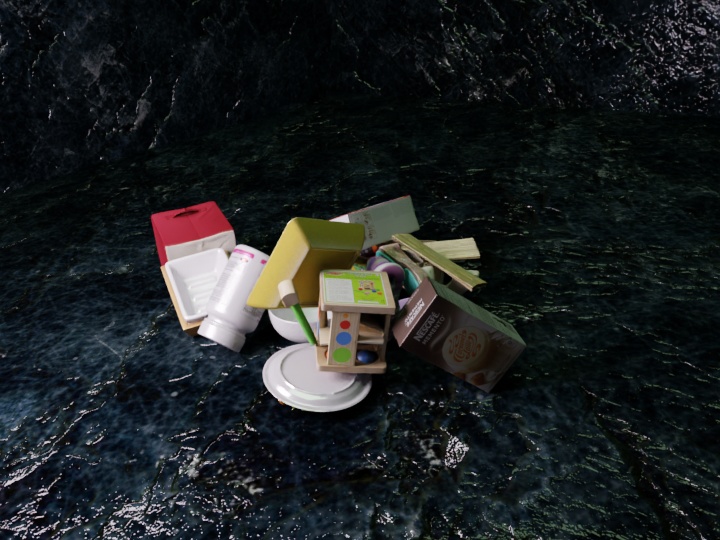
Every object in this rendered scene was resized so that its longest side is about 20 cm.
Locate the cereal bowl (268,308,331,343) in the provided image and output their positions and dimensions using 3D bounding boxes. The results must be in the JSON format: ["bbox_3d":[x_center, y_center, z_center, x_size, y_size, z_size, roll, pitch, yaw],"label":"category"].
[{"bbox_3d":[-0.091,0.095,1.354,0.199,0.084,0.200,-6,25,3],"label":"cereal bowl"}]

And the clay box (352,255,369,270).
[{"bbox_3d":[0.000,0.000,1.470,0.114,0.048,0.200,17,9,2],"label":"clay box"}]

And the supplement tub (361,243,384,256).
[{"bbox_3d":[-0.012,-0.085,1.651,0.199,0.107,0.107,-18,25,3],"label":"supplement tub"}]

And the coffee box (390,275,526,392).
[{"bbox_3d":[0.167,0.112,1.109,0.199,0.115,0.080,28,17,-19],"label":"coffee box"}]

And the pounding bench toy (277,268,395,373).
[{"bbox_3d":[-0.052,0.095,1.148,0.198,0.157,0.124,3,28,-8],"label":"pounding bench toy"}]

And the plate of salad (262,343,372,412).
[{"bbox_3d":[-0.078,0.198,1.168,0.199,0.048,0.200,6,27,-3],"label":"plate of salad"}]

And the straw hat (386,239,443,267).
[{"bbox_3d":[0.148,-0.019,1.516,0.200,0.086,0.201,5,-4,0],"label":"straw hat"}]

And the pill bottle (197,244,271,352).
[{"bbox_3d":[-0.249,0.059,1.328,0.113,0.113,0.201,15,74,38],"label":"pill bottle"}]

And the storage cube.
[{"bbox_3d":[-0.404,-0.042,1.595,0.170,0.201,0.180,-16,33,-21],"label":"storage cube"}]

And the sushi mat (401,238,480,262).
[{"bbox_3d":[0.153,-0.041,1.377,0.198,0.012,0.096,-5,23,1],"label":"sushi mat"}]

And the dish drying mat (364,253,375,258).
[{"bbox_3d":[0.068,-0.019,1.638,0.076,0.018,0.200,-22,29,-28],"label":"dish drying mat"}]

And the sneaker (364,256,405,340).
[{"bbox_3d":[0.034,0.056,1.268,0.080,0.201,0.089,-5,33,-23],"label":"sneaker"}]

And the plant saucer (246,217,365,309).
[{"bbox_3d":[-0.088,0.002,1.196,0.199,0.201,0.048,0,38,-50],"label":"plant saucer"}]

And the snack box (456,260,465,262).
[{"bbox_3d":[0.183,-0.053,1.672,0.199,0.024,0.072,6,29,23],"label":"snack box"}]

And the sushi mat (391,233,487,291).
[{"bbox_3d":[0.156,-0.020,1.275,0.200,0.012,0.095,34,20,24],"label":"sushi mat"}]

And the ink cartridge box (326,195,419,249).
[{"bbox_3d":[-0.002,-0.091,1.434,0.199,0.084,0.175,-22,6,-42],"label":"ink cartridge box"}]

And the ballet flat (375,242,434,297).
[{"bbox_3d":[0.104,0.003,1.254,0.067,0.068,0.200,-20,43,-20],"label":"ballet flat"}]

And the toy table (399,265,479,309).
[{"bbox_3d":[0.154,0.050,1.356,0.198,0.118,0.184,-2,26,7],"label":"toy table"}]

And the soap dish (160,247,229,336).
[{"bbox_3d":[-0.346,0.050,1.448,0.156,0.082,0.200,-17,50,-20],"label":"soap dish"}]
